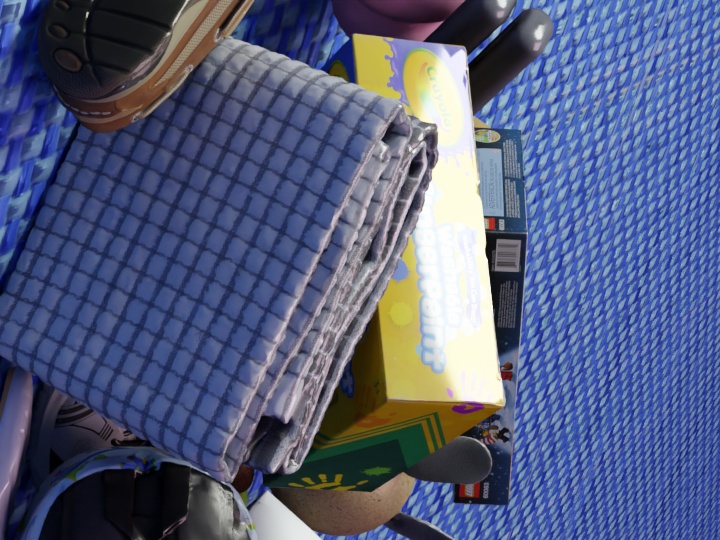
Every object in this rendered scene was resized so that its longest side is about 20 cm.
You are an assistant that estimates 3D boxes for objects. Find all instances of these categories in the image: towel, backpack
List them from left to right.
[{"bbox_3d":[-0.121,0.190,1.241,0.154,0.162,0.202,-131,-136,-76],"label":"backpack"},{"bbox_3d":[-0.070,-0.010,1.202,0.201,0.165,0.086,-66,154,-3],"label":"towel"}]

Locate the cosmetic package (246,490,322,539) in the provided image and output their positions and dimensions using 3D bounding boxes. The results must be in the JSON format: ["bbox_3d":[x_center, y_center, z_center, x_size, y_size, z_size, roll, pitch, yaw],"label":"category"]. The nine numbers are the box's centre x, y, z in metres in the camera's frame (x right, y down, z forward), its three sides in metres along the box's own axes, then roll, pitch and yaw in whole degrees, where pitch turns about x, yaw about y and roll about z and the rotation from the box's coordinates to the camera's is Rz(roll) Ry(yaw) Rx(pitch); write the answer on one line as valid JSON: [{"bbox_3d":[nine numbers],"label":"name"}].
[{"bbox_3d":[-0.116,0.227,1.428,0.151,0.052,0.200,-53,-175,-35],"label":"cosmetic package"}]

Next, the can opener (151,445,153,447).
[{"bbox_3d":[-0.162,0.167,1.345,0.200,0.078,0.064,-37,156,-36],"label":"can opener"}]

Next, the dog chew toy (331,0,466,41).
[{"bbox_3d":[0.036,-0.195,1.337,0.125,0.124,0.201,-48,166,-38],"label":"dog chew toy"}]

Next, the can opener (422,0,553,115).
[{"bbox_3d":[0.045,-0.108,1.372,0.200,0.053,0.067,-41,-168,50],"label":"can opener"}]

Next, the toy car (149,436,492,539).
[{"bbox_3d":[-0.010,0.095,1.439,0.158,0.199,0.165,-48,155,-38],"label":"toy car"}]

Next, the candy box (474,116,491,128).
[{"bbox_3d":[0.026,-0.059,1.562,0.118,0.056,0.200,-67,162,0],"label":"candy box"}]

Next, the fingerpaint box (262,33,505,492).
[{"bbox_3d":[0.000,0.000,1.300,0.167,0.073,0.202,142,-52,-58],"label":"fingerpaint box"}]

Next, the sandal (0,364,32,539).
[{"bbox_3d":[-0.209,0.145,1.213,0.079,0.059,0.208,109,-8,-70],"label":"sandal"}]

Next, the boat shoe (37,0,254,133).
[{"bbox_3d":[-0.082,-0.148,1.167,0.200,0.075,0.074,-48,161,-20],"label":"boat shoe"}]

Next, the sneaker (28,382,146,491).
[{"bbox_3d":[-0.109,0.050,1.299,0.201,0.087,0.076,-67,162,10],"label":"sneaker"}]

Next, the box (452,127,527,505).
[{"bbox_3d":[0.081,0.029,1.549,0.137,0.037,0.202,-88,180,-60],"label":"box"}]
